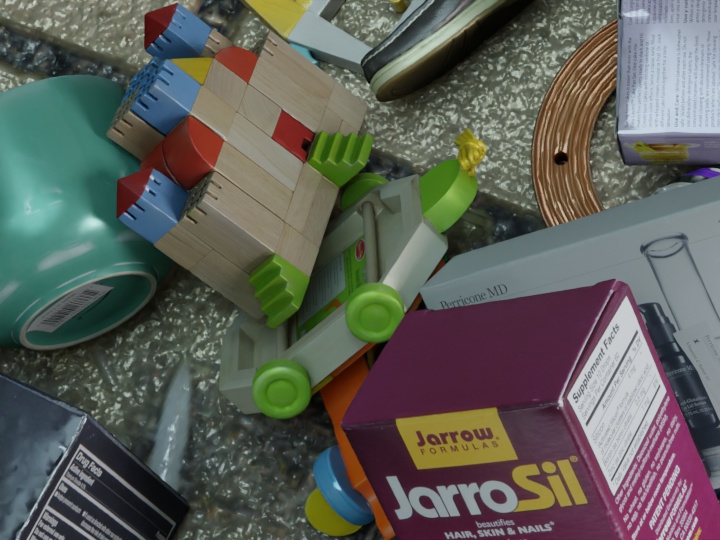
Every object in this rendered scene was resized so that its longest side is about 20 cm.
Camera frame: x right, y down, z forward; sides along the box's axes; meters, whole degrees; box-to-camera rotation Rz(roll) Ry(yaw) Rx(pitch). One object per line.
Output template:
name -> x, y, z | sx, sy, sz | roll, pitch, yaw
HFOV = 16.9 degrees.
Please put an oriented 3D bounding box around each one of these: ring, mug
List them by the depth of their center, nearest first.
ring -> 0.199, -0.067, 1.413 | 0.199, 0.019, 0.201 | -4, 72, 11
mug -> -0.183, -0.017, 1.423 | 0.151, 0.185, 0.115 | -20, 69, -21

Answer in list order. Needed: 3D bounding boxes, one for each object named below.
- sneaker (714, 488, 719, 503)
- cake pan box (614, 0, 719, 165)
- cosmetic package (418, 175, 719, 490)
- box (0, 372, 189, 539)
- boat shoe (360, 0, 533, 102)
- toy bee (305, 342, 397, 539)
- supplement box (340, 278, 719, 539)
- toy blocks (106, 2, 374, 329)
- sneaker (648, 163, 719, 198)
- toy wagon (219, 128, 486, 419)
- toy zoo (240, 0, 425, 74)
sneaker -> 0.232, 0.041, 1.321 | 0.078, 0.075, 0.201 | 38, 110, 41
cake pan box -> 0.234, -0.157, 1.331 | 0.183, 0.052, 0.201 | -1, 73, 10
cosmetic package -> 0.148, 0.043, 1.267 | 0.199, 0.052, 0.151 | -18, 102, 36
box -> -0.212, 0.168, 1.327 | 0.123, 0.200, 0.199 | 24, 77, 19
boat shoe -> 0.072, -0.180, 1.445 | 0.201, 0.072, 0.066 | -39, 84, -9
toy bee -> 0.025, 0.127, 1.354 | 0.131, 0.109, 0.201 | -20, 50, 36
supplement box -> 0.098, 0.119, 1.231 | 0.130, 0.201, 0.103 | -9, 30, 33
toy blocks -> -0.079, -0.073, 1.373 | 0.136, 0.100, 0.200 | 36, 43, -18
sneaker -> 0.165, 0.022, 1.343 | 0.069, 0.100, 0.201 | 34, 123, 9
toy wagon -> 0.000, 0.000, 1.359 | 0.200, 0.155, 0.040 | -39, 112, 16
toy zoo -> 0.002, -0.204, 1.501 | 0.131, 0.020, 0.200 | 33, 81, 20
